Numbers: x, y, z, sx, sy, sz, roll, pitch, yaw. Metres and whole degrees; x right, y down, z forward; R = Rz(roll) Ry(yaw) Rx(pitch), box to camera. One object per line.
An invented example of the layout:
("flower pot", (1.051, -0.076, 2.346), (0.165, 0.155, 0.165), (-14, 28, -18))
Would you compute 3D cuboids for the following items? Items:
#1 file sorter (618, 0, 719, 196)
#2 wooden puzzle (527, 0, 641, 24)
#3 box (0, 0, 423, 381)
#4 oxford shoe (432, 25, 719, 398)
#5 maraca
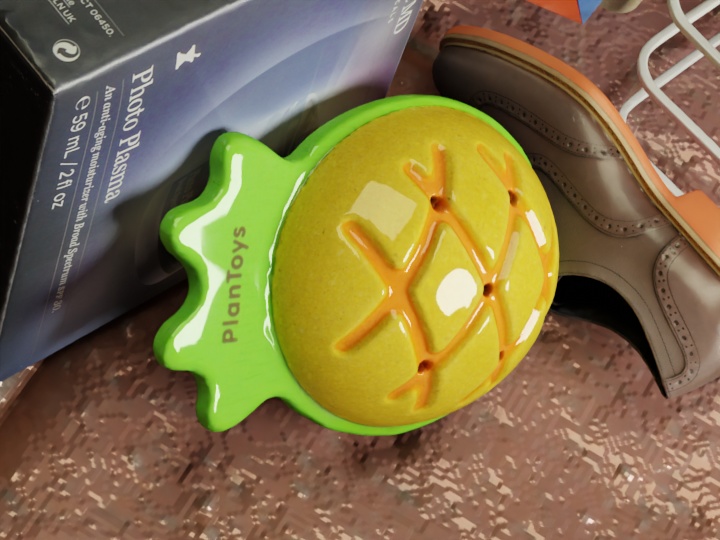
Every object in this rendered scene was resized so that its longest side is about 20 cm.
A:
("file sorter", (0.207, -0.100, 1.215), (0.124, 0.200, 0.139), (-35, 72, -28))
("wooden puzzle", (0.059, -0.154, 1.197), (0.199, 0.185, 0.046), (2, 64, -21))
("box", (-0.087, -0.087, 1.115), (0.198, 0.200, 0.123), (-30, 69, -31))
("oxford shoe", (0.089, -0.029, 1.211), (0.072, 0.071, 0.200), (-40, 62, -11))
("maraca", (0.000, 0.000, 1.123), (0.200, 0.107, 0.138), (-6, 101, -42))
